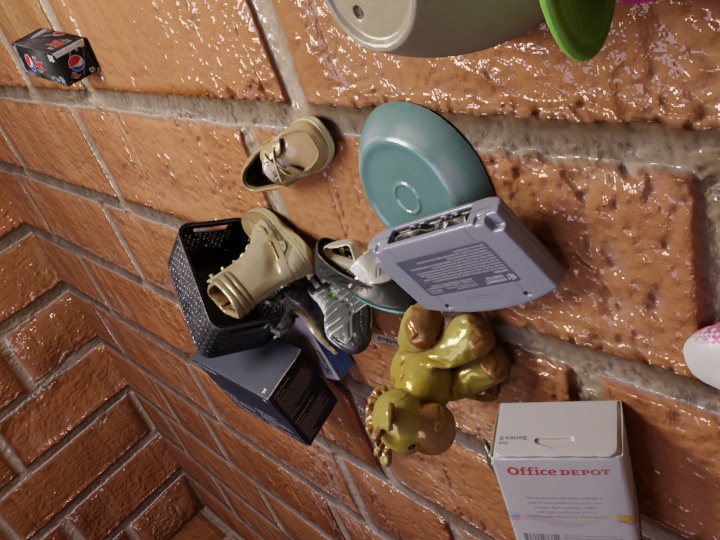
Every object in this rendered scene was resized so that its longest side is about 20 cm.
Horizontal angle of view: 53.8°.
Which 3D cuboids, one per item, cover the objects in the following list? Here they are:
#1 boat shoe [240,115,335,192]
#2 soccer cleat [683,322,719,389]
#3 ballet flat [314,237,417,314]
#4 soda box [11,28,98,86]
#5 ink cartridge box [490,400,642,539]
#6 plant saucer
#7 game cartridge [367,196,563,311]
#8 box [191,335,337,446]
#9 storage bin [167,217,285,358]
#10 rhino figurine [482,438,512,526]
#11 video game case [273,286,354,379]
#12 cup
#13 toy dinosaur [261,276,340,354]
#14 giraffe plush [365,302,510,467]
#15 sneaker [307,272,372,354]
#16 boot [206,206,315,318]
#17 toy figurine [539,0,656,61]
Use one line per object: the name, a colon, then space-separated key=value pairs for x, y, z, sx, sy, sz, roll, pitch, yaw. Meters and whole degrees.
boat shoe: x=-0.100 y=-0.143 z=0.940 sx=0.075 sy=0.066 sz=0.199 roll=55 pitch=151 yaw=-9
soccer cleat: x=0.337 y=0.087 z=0.556 sx=0.198 sy=0.086 sz=0.071 roll=0 pitch=125 yaw=55
ballet flat: x=0.000 y=0.000 z=0.966 sx=0.198 sy=0.067 sz=0.070 roll=20 pitch=131 yaw=43
soda box: x=-0.567 y=-0.396 z=1.314 sx=0.198 sy=0.071 sz=0.064 roll=24 pitch=143 yaw=40
ink cartridge box: x=0.245 y=0.253 z=0.829 sx=0.142 sy=0.088 sz=0.203 roll=-7 pitch=124 yaw=24
plant saucer: x=0.062 y=-0.089 z=0.802 sx=0.198 sy=0.036 sz=0.202 roll=35 pitch=147 yaw=26
game cartridge: x=0.113 y=-0.008 z=0.769 sx=0.133 sy=0.041 sz=0.198 roll=45 pitch=147 yaw=-24
box: x=-0.167 y=0.194 z=1.267 sx=0.197 sy=0.105 sz=0.183 roll=20 pitch=154 yaw=34
storage bin: x=-0.223 y=0.025 z=1.168 sx=0.094 sy=0.133 sz=0.203 roll=-53 pitch=55 yaw=47
rhino figurine: x=0.230 y=0.314 z=0.982 sx=0.060 sy=0.087 sz=0.201 roll=-39 pitch=89 yaw=22
video game case: x=-0.118 y=0.096 z=1.263 sx=0.180 sy=0.045 sz=0.203 roll=-4 pitch=120 yaw=55
cup: x=0.047 y=-0.245 z=0.533 sx=0.199 sy=0.143 sz=0.203 roll=34 pitch=147 yaw=26
toy dinosaur: x=-0.106 y=0.055 z=1.093 sx=0.048 sy=0.086 sz=0.202 roll=85 pitch=163 yaw=-56
giraffe plush: x=0.074 y=0.155 z=0.881 sx=0.196 sy=0.164 sz=0.174 roll=-5 pitch=133 yaw=35
sneaker: x=-0.007 y=0.079 z=1.035 sx=0.116 sy=0.074 sz=0.201 roll=56 pitch=-179 yaw=-33
boot: x=-0.174 y=-0.013 z=1.089 sx=0.199 sy=0.154 sz=0.074 roll=37 pitch=155 yaw=45
toy figurine: x=0.201 y=-0.232 z=0.384 sx=0.181 sy=0.149 sz=0.205 roll=2 pitch=103 yaw=37
